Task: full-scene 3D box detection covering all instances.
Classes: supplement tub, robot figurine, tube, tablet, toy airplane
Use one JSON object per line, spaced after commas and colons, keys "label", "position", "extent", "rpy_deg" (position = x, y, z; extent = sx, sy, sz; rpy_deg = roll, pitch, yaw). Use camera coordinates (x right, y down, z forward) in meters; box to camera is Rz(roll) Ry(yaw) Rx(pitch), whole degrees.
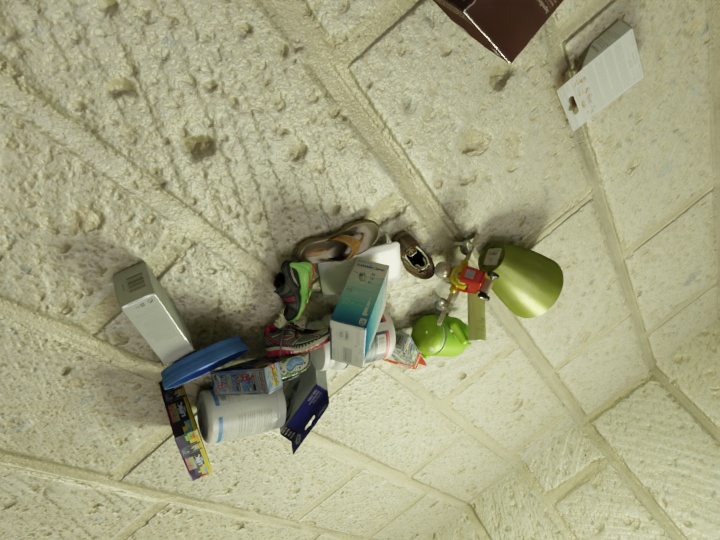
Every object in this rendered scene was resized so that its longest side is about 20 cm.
{"label": "supplement tub", "position": [-0.024, 0.172, 1.476], "extent": [0.199, 0.141, 0.141], "rpy_deg": [-9, 134, -26]}
{"label": "robot figurine", "position": [0.230, 0.188, 1.677], "extent": [0.199, 0.117, 0.175], "rpy_deg": [9, 155, -39]}
{"label": "tube", "position": [0.323, 0.099, 1.624], "extent": [0.051, 0.202, 0.058], "rpy_deg": [0, 164, 6]}
{"label": "supplement tub", "position": [-0.302, 0.354, 1.477], "extent": [0.199, 0.132, 0.133], "rpy_deg": [-3, 131, -30]}
{"label": "tablet", "position": [0.000, 0.000, 1.396], "extent": [0.199, 0.014, 0.131], "rpy_deg": [-13, 137, -7]}
{"label": "toy airplane", "position": [0.251, 0.019, 1.510], "extent": [0.140, 0.201, 0.200], "rpy_deg": [26, 127, -11]}

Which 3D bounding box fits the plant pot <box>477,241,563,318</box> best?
{"label": "plant pot", "position": [0.421, 0.006, 1.604], "extent": [0.199, 0.188, 0.187], "rpy_deg": [30, 110, -31]}

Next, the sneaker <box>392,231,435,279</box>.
{"label": "sneaker", "position": [0.143, -0.017, 1.453], "extent": [0.070, 0.076, 0.200], "rpy_deg": [-40, 139, 7]}

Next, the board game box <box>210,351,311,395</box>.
{"label": "board game box", "position": [-0.219, 0.242, 1.364], "extent": [0.199, 0.199, 0.062], "rpy_deg": [-12, 91, -35]}

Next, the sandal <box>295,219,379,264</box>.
{"label": "sandal", "position": [-0.045, -0.053, 1.299], "extent": [0.199, 0.054, 0.081], "rpy_deg": [-17, 120, -16]}

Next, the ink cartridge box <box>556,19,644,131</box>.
{"label": "ink cartridge box", "position": [0.541, -0.442, 1.335], "extent": [0.199, 0.057, 0.162], "rpy_deg": [-35, 140, 14]}

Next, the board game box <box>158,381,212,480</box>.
{"label": "board game box", "position": [-0.419, 0.379, 1.397], "extent": [0.056, 0.166, 0.201], "rpy_deg": [-18, 136, -18]}

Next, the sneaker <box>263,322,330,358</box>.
{"label": "sneaker", "position": [-0.148, 0.154, 1.362], "extent": [0.199, 0.075, 0.081], "rpy_deg": [-13, 180, 27]}

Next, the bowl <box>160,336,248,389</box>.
{"label": "bowl", "position": [-0.348, 0.203, 1.297], "extent": [0.200, 0.040, 0.201], "rpy_deg": [-26, 174, -3]}

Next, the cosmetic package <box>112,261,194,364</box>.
{"label": "cosmetic package", "position": [-0.413, 0.089, 1.172], "extent": [0.074, 0.102, 0.201], "rpy_deg": [-24, 137, -10]}

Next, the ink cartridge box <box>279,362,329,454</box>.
{"label": "ink cartridge box", "position": [-0.149, 0.334, 1.509], "extent": [0.040, 0.200, 0.200], "rpy_deg": [24, 115, -22]}

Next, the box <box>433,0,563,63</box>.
{"label": "box", "position": [0.236, -0.501, 0.977], "extent": [0.164, 0.166, 0.200], "rpy_deg": [22, 114, -45]}

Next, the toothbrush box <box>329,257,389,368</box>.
{"label": "toothbrush box", "position": [-0.001, 0.094, 1.328], "extent": [0.085, 0.201, 0.147], "rpy_deg": [14, 137, 11]}

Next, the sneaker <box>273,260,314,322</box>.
{"label": "sneaker", "position": [-0.156, 0.041, 1.329], "extent": [0.083, 0.077, 0.201], "rpy_deg": [18, 137, 2]}

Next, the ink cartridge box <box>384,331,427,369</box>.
{"label": "ink cartridge box", "position": [0.109, 0.233, 1.644], "extent": [0.051, 0.108, 0.200], "rpy_deg": [-64, 146, -25]}
